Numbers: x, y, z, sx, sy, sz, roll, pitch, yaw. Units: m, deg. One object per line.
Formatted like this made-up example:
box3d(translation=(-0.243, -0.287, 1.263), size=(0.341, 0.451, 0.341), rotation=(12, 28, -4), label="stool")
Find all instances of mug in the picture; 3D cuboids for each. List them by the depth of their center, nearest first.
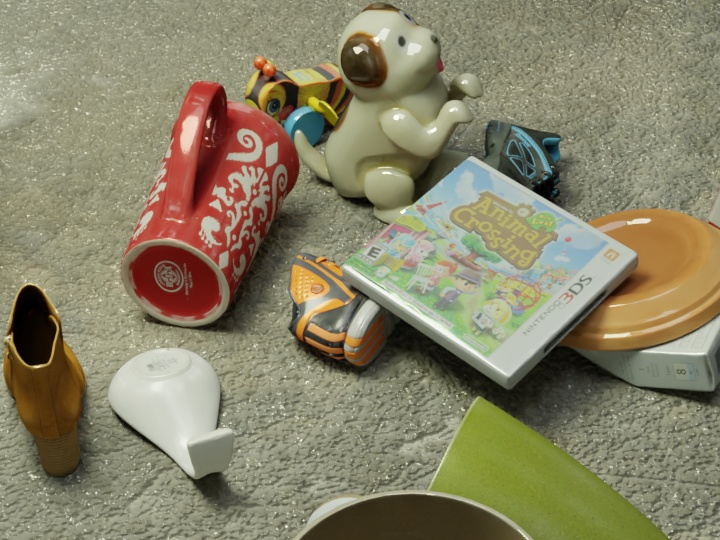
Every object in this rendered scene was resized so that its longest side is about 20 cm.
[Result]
box3d(translation=(-0.160, -0.067, 1.630), size=(0.133, 0.178, 0.200), rotation=(-18, 34, 31), label="mug")

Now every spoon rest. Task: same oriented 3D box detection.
box3d(translation=(-0.157, 0.124, 1.479), size=(0.099, 0.061, 0.200), rotation=(-14, 26, -17), label="spoon rest")

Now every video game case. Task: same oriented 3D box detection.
box3d(translation=(0.115, -0.004, 1.529), size=(0.200, 0.022, 0.182), rotation=(33, 60, 30), label="video game case")

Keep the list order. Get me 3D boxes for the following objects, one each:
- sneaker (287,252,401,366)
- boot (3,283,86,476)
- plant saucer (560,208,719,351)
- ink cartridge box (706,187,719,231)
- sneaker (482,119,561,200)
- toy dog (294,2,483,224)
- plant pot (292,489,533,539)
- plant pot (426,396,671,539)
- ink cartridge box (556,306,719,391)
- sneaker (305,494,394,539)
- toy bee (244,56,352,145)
box3d(translation=(0.000, 0.000, 1.601), size=(0.112, 0.078, 0.200), rotation=(20, 43, 24), label="sneaker")
box3d(translation=(-0.276, 0.065, 1.477), size=(0.070, 0.144, 0.201), rotation=(-11, 38, -12), label="boot")
box3d(translation=(0.247, 0.000, 1.567), size=(0.199, 0.038, 0.200), rotation=(-14, 31, 8), label="plant saucer")
box3d(translation=(0.448, -0.069, 1.620), size=(0.144, 0.084, 0.200), rotation=(37, 40, 26), label="ink cartridge box")
box3d(translation=(0.160, -0.088, 1.710), size=(0.082, 0.073, 0.200), rotation=(5, 39, 6), label="sneaker")
box3d(translation=(0.031, -0.170, 1.717), size=(0.193, 0.201, 0.140), rotation=(16, 41, 21), label="toy dog")
box3d(translation=(0.036, 0.282, 1.133), size=(0.186, 0.201, 0.188), rotation=(-1, 41, 1), label="plant pot")
box3d(translation=(0.138, 0.220, 1.255), size=(0.199, 0.188, 0.187), rotation=(25, 43, 9), label="plant pot")
box3d(translation=(0.253, 0.042, 1.578), size=(0.199, 0.047, 0.160), rotation=(1, 35, 32), label="ink cartridge box")
box3d(translation=(-0.036, 0.246, 1.211), size=(0.070, 0.200, 0.109), rotation=(30, 46, -6), label="sneaker")
box3d(translation=(-0.074, -0.181, 1.813), size=(0.131, 0.109, 0.200), rotation=(22, 44, 25), label="toy bee")
